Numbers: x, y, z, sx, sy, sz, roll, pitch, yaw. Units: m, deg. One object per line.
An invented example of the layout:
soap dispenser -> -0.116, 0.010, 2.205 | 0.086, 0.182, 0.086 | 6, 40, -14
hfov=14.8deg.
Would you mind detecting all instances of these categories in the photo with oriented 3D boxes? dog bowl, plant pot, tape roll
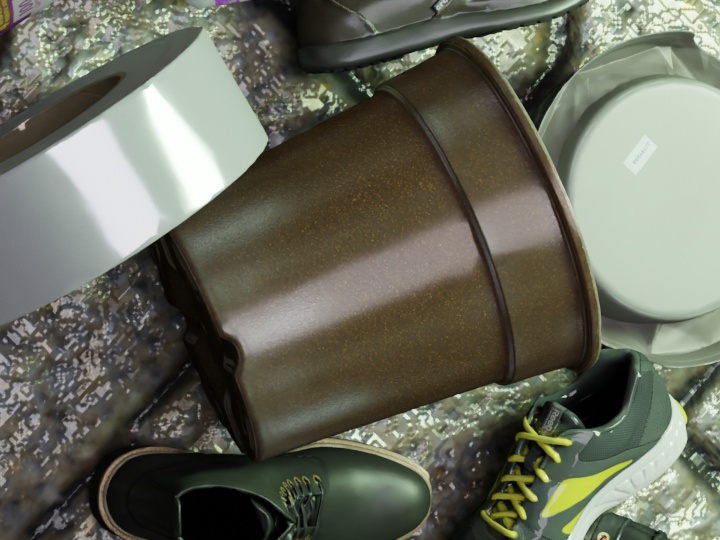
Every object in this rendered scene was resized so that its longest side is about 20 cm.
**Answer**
dog bowl -> 0.178, -0.043, 1.655 | 0.200, 0.059, 0.200 | 0, 91, -21
plant pot -> 0.000, 0.000, 1.528 | 0.198, 0.200, 0.201 | -23, 100, -10
tape roll -> -0.151, -0.048, 1.454 | 0.202, 0.202, 0.071 | -36, 104, -16

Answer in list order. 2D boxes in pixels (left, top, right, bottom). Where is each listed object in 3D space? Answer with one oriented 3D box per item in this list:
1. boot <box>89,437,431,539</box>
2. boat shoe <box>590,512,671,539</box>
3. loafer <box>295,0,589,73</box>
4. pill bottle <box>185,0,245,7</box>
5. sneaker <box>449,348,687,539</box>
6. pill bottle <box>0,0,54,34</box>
boot -> -0.035, 0.137, 1.536 | 0.200, 0.138, 0.078 | -2, 92, -22
boat shoe -> 0.129, 0.242, 1.647 | 0.063, 0.074, 0.202 | 26, 94, 19
loafer -> 0.053, -0.168, 1.594 | 0.200, 0.073, 0.071 | -17, 100, -19
pill bottle -> -0.008, -0.211, 1.527 | 0.200, 0.104, 0.104 | -11, 96, -2
sneaker -> 0.104, 0.119, 1.612 | 0.200, 0.074, 0.085 | -44, 136, -20
pill bottle -> -0.263, -0.143, 1.454 | 0.200, 0.112, 0.112 | -34, 103, -17
